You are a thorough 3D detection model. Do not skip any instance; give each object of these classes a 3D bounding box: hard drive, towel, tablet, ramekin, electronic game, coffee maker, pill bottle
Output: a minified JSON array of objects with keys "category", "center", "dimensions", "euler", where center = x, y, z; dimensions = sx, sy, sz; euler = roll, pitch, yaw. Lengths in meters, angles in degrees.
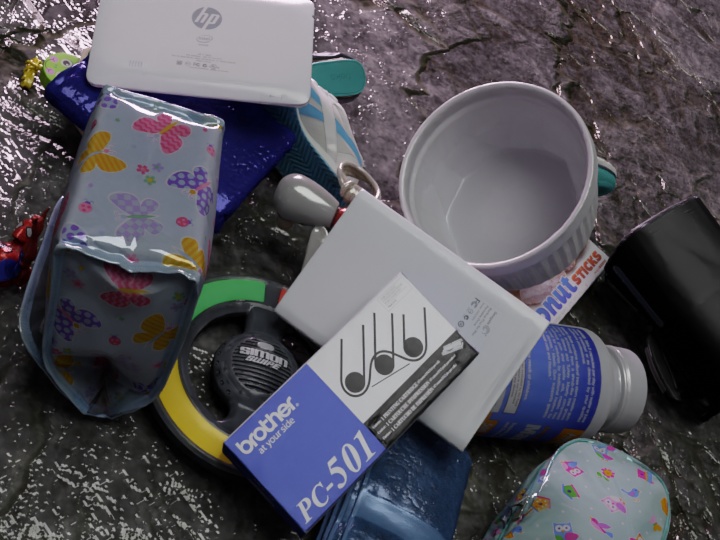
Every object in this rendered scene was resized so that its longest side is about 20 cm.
[{"category":"hard drive","center":[0.043,0.041,0.944],"dimensions":[0.199,0.026,0.133],"euler":[35,83,11]},{"category":"towel","center":[-0.171,-0.135,1.012],"dimensions":[0.199,0.050,0.148],"euler":[38,52,1]},{"category":"tablet","center":[-0.141,-0.209,1.004],"dimensions":[0.197,0.014,0.132],"euler":[5,57,-7]},{"category":"ramekin","center":[0.146,-0.077,1.111],"dimensions":[0.105,0.198,0.202],"euler":[46,20,-59]},{"category":"electronic game","center":[-0.088,0.088,0.934],"dimensions":[0.197,0.042,0.202],"euler":[14,49,-17]},{"category":"coffee maker","center":[0.369,0.027,1.161],"dimensions":[0.134,0.193,0.201],"euler":[-18,65,-40]},{"category":"towel","center":[0.026,0.206,0.911],"dimensions":[0.111,0.049,0.201],"euler":[32,45,-7]},{"category":"pill bottle","center":[0.166,0.104,1.033],"dimensions":[0.197,0.112,0.113],"euler":[10,51,-25]}]

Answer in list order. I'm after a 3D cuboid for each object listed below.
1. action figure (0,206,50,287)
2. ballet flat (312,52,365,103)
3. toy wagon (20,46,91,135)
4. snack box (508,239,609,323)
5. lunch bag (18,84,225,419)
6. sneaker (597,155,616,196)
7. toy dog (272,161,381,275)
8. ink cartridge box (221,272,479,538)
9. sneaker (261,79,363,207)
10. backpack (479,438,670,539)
[{"category":"action figure","center":[-0.305,0.003,0.837],"dimensions":[0.065,0.100,0.200],"euler":[30,42,5]},{"category":"ballet flat","center":[-0.085,-0.197,1.154],"dimensions":[0.198,0.073,0.074],"euler":[-7,59,-40]},{"category":"toy wagon","center":[-0.224,-0.162,1.058],"dimensions":[0.198,0.040,0.157],"euler":[21,47,-16]},{"category":"snack box","center":[0.199,0.016,1.184],"dimensions":[0.072,0.024,0.200],"euler":[44,45,6]},{"category":"lunch bag","center":[-0.184,-0.005,0.844],"dimensions":[0.125,0.201,0.171],"euler":[12,49,-12]},{"category":"sneaker","center":[0.205,-0.087,1.249],"dimensions":[0.197,0.078,0.081],"euler":[-6,70,-25]},{"category":"toy dog","center":[0.000,0.000,1.028],"dimensions":[0.200,0.097,0.131],"euler":[46,32,18]},{"category":"ink cartridge box","center":[-0.007,0.104,0.874],"dimensions":[0.094,0.044,0.200],"euler":[45,71,7]},{"category":"sneaker","center":[-0.064,-0.158,1.094],"dimensions":[0.202,0.076,0.081],"euler":[62,34,-24]},{"category":"backpack","center":[0.179,0.241,0.918],"dimensions":[0.166,0.127,0.200],"euler":[35,39,7]}]
